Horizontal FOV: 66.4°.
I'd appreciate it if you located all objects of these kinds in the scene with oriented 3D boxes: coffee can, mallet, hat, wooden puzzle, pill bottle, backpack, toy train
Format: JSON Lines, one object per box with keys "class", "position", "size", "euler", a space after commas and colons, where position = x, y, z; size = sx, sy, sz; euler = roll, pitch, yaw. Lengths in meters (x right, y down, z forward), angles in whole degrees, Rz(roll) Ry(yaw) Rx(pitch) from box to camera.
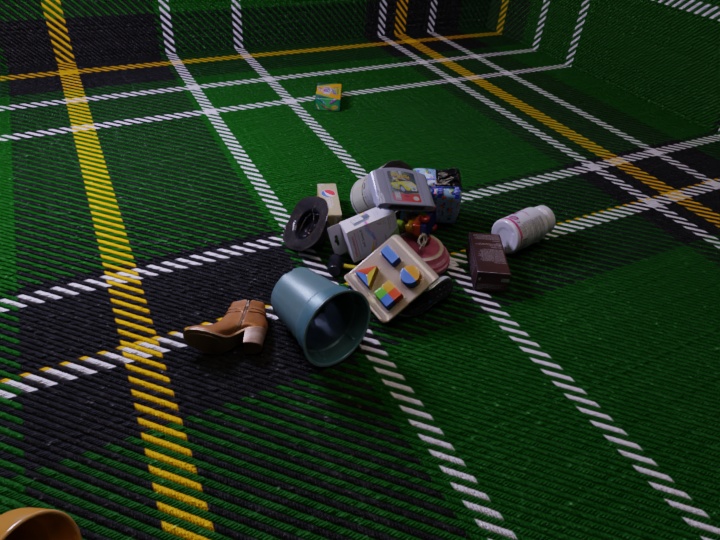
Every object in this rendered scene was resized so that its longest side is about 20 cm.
{"class": "coffee can", "position": [0.073, -0.252, 1.758], "size": [0.145, 0.148, 0.199], "euler": [-20, 3, -28]}
{"class": "mallet", "position": [0.000, 0.000, 1.604], "size": [0.197, 0.042, 0.066], "euler": [13, 39, 3]}
{"class": "hat", "position": [-0.147, -0.134, 1.701], "size": [0.081, 0.201, 0.201], "euler": [28, 20, -41]}
{"class": "wooden puzzle", "position": [0.079, 0.013, 1.463], "size": [0.199, 0.046, 0.185], "euler": [-38, 62, -9]}
{"class": "pill bottle", "position": [0.526, -0.136, 1.764], "size": [0.198, 0.114, 0.113], "euler": [-22, 45, -31]}
{"class": "backpack", "position": [0.223, -0.246, 1.814], "size": [0.197, 0.184, 0.136], "euler": [3, 53, -6]}
{"class": "toy train", "position": [0.156, -0.129, 1.667], "size": [0.114, 0.086, 0.200], "euler": [8, 37, 22]}

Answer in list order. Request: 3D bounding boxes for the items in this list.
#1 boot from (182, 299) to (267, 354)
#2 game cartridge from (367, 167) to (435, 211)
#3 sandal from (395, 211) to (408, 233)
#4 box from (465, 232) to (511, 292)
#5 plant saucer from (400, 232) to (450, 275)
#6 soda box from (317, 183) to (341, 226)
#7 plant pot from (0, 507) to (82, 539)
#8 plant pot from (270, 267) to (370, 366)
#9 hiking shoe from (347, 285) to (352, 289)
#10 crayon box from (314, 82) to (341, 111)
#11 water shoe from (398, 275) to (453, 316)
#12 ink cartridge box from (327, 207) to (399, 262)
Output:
{"class": "boot", "position": [-0.331, 0.132, 1.374], "size": [0.197, 0.074, 0.156], "euler": [10, 38, -13]}
{"class": "game cartridge", "position": [0.121, -0.240, 1.625], "size": [0.198, 0.041, 0.134], "euler": [-1, 59, -28]}
{"class": "sandal", "position": [0.107, -0.140, 1.769], "size": [0.199, 0.081, 0.054], "euler": [-27, 5, -29]}
{"class": "box", "position": [0.379, -0.027, 1.647], "size": [0.099, 0.076, 0.201], "euler": [5, 37, 0]}
{"class": "plant saucer", "position": [0.177, -0.057, 1.679], "size": [0.198, 0.051, 0.202], "euler": [3, 38, -3]}
{"class": "soda box", "position": [-0.105, -0.212, 1.832], "size": [0.067, 0.065, 0.201], "euler": [-2, 38, -8]}
{"class": "plant pot", "position": [-0.574, 0.467, 0.845], "size": [0.181, 0.202, 0.201], "euler": [-1, 36, 18]}
{"class": "plant pot", "position": [-0.110, 0.098, 1.355], "size": [0.199, 0.202, 0.196], "euler": [-23, 38, -31]}
{"class": "hiking shoe", "position": [0.050, 0.025, 1.532], "size": [0.198, 0.088, 0.075], "euler": [-15, 42, -23]}
{"class": "crayon box", "position": [-0.150, -0.819, 2.591], "size": [0.117, 0.059, 0.201], "euler": [3, 38, -2]}
{"class": "water shoe", "position": [0.163, 0.071, 1.520], "size": [0.198, 0.072, 0.079], "euler": [-20, 15, -23]}
{"class": "ink cartridge box", "position": [0.012, -0.104, 1.632], "size": [0.198, 0.118, 0.067], "euler": [-24, 39, -8]}
